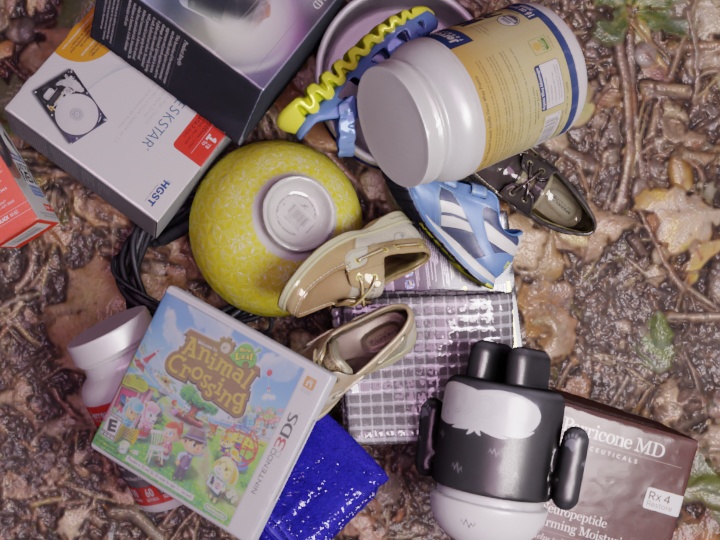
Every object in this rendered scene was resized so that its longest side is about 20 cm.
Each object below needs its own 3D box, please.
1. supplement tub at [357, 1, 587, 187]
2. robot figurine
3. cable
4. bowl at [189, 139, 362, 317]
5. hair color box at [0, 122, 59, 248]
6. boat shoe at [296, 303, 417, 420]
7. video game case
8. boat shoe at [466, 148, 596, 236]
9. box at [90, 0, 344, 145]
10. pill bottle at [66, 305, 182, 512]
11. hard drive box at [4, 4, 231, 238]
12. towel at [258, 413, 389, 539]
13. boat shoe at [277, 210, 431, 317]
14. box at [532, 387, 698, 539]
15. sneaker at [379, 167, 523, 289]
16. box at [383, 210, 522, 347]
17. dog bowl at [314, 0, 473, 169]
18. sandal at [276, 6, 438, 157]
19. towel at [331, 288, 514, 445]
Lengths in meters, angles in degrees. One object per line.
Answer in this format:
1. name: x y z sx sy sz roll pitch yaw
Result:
1. supplement tub: 0.110 -0.174 1.026 0.199 0.144 0.146 -25 93 -25
2. robot figurine: 0.136 0.174 1.020 0.124 0.150 0.202 10 87 -18
3. cable: -0.183 -0.008 1.163 0.198 0.051 0.165 7 91 -3
4. bowl: -0.080 -0.052 1.114 0.198 0.108 0.203 2 83 -19
5. hair color box: -0.413 -0.125 1.116 0.064 0.111 0.201 -32 94 -3
6. boat shoe: -0.031 0.095 1.035 0.199 0.065 0.072 -30 71 -9
7. video game case: -0.147 0.139 1.015 0.199 0.022 0.183 27 90 17
8. boat shoe: 0.190 -0.098 1.141 0.199 0.065 0.074 24 100 -29
9. box: -0.142 -0.282 1.087 0.198 0.123 0.201 35 61 -5
10. pill bottle: -0.231 0.149 1.117 0.115 0.116 0.201 -25 103 -3
11. hard drive box: -0.256 -0.161 1.122 0.199 0.077 0.156 36 73 -4
12. towel: -0.087 0.190 1.049 0.200 0.050 0.148 42 68 14
13. boat shoe: 0.000 0.000 1.070 0.066 0.074 0.199 43 50 18
14. box: 0.244 0.249 1.138 0.164 0.164 0.202 16 90 -3
15. sneaker: 0.098 -0.072 1.114 0.082 0.074 0.200 -45 111 -2
16. box: 0.099 0.039 1.182 0.159 0.049 0.202 -7 92 -1
17. dog bowl: 0.046 -0.212 1.158 0.198 0.079 0.203 0 91 -4
18. sandal: 0.009 -0.195 1.083 0.200 0.080 0.087 -42 97 7
19. towel: 0.070 0.106 1.118 0.198 0.086 0.168 -3 93 -1
